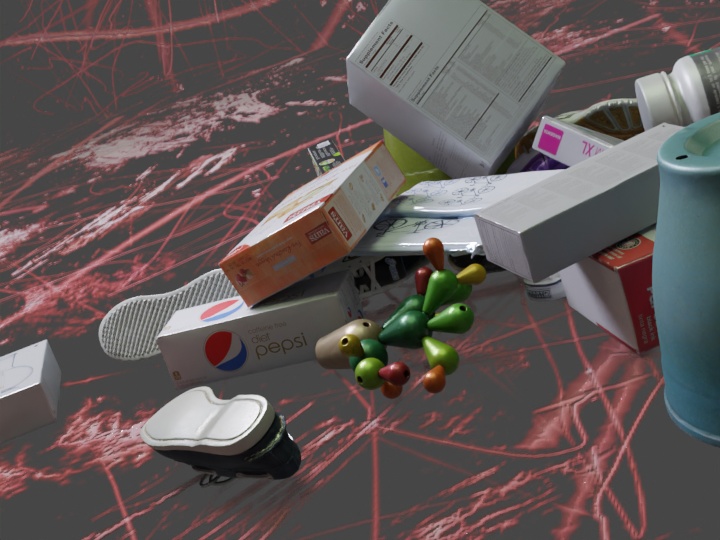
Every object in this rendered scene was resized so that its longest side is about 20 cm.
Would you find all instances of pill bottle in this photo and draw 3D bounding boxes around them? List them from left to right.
[{"bbox_3d":[0.420,-0.198,1.300,0.199,0.114,0.113,-15,19,9],"label":"pill bottle"}]

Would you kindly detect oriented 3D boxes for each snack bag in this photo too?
[{"bbox_3d":[0.091,-0.058,1.170,0.188,0.022,0.200,0,23,38],"label":"snack bag"}]

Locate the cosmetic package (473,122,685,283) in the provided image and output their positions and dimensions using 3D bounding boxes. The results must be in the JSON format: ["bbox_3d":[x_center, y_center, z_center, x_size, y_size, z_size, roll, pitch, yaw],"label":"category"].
[{"bbox_3d":[0.201,-0.059,0.954,0.199,0.051,0.083,-25,23,-14],"label":"cosmetic package"}]

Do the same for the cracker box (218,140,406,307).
[{"bbox_3d":[-0.045,-0.051,1.181,0.134,0.058,0.200,-27,13,28],"label":"cracker box"}]

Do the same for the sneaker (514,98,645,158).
[{"bbox_3d":[0.291,-0.178,1.431,0.199,0.076,0.088,-10,21,25],"label":"sneaker"}]

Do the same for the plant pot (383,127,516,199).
[{"bbox_3d":[0.107,-0.217,1.537,0.199,0.194,0.201,-17,18,6],"label":"plant pot"}]

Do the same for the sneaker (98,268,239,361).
[{"bbox_3d":[-0.195,0.055,1.292,0.199,0.074,0.082,-17,-12,21],"label":"sneaker"}]

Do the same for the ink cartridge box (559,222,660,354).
[{"bbox_3d":[0.282,-0.022,0.980,0.199,0.083,0.147,-22,19,-7],"label":"ink cartridge box"}]

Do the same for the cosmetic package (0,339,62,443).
[{"bbox_3d":[-0.426,0.152,1.243,0.199,0.052,0.151,-21,16,-7],"label":"cosmetic package"}]

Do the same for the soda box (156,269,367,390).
[{"bbox_3d":[-0.099,0.060,1.158,0.199,0.064,0.068,-14,19,16],"label":"soda box"}]

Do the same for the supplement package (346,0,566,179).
[{"bbox_3d":[0.106,-0.217,1.343,0.147,0.200,0.191,-53,-5,-5],"label":"supplement package"}]

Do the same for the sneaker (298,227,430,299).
[{"bbox_3d":[0.000,0.000,1.223,0.199,0.072,0.072,-29,24,-21],"label":"sneaker"}]

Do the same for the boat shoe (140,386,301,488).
[{"bbox_3d":[-0.115,0.138,0.950,0.199,0.062,0.075,-10,34,52],"label":"boat shoe"}]

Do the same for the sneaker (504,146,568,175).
[{"bbox_3d":[0.187,-0.072,1.270,0.199,0.081,0.083,-32,34,-7],"label":"sneaker"}]

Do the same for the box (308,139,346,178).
[{"bbox_3d":[-0.023,-0.091,1.440,0.035,0.111,0.200,-20,18,-2],"label":"box"}]

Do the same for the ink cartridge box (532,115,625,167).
[{"bbox_3d":[0.274,-0.099,1.129,0.199,0.042,0.119,5,21,-43],"label":"ink cartridge box"}]

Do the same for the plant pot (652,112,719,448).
[{"bbox_3d":[0.284,-0.009,0.777,0.199,0.189,0.200,-17,19,6],"label":"plant pot"}]

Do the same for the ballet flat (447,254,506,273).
[{"bbox_3d":[0.181,-0.040,1.205,0.199,0.067,0.057,-23,-19,-15],"label":"ballet flat"}]

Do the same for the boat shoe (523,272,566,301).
[{"bbox_3d":[0.221,-0.052,1.123,0.201,0.087,0.074,-31,22,-33],"label":"boat shoe"}]

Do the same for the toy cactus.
[{"bbox_3d":[0.024,0.053,1.037,0.164,0.103,0.200,-18,24,36],"label":"toy cactus"}]
